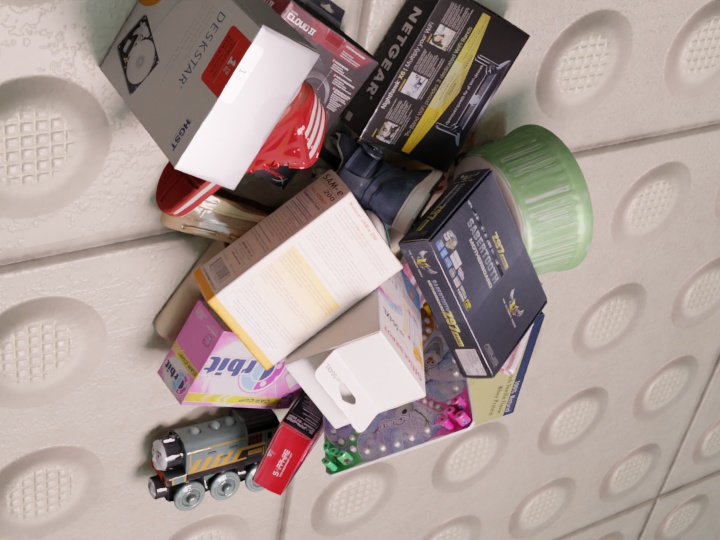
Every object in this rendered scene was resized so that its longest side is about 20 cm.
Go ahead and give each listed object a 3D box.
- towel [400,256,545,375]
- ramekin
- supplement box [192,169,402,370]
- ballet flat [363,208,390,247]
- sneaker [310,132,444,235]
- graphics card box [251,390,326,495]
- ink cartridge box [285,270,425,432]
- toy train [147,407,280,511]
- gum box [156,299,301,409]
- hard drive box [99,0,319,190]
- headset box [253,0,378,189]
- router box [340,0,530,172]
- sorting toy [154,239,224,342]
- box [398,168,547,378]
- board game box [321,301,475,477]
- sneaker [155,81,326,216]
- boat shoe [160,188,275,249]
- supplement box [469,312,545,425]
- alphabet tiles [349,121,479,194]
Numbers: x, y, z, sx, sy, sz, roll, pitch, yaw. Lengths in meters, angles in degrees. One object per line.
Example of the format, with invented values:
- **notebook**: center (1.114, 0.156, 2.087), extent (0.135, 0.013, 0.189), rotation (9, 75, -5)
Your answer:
- **towel**: center (0.132, 0.050, 1.470), extent (0.030, 0.199, 0.147), rotation (82, 28, -57)
- **ramekin**: center (0.204, -0.082, 1.439), extent (0.097, 0.200, 0.200), rotation (-19, 135, -21)
- **supplement box**: center (-0.070, -0.001, 1.249), extent (0.200, 0.074, 0.126), rotation (-36, 124, -2)
- **ballet flat**: center (0.000, 0.000, 1.431), extent (0.069, 0.070, 0.200), rotation (-26, 150, -18)
- **sneaker**: center (0.021, -0.115, 1.356), extent (0.077, 0.146, 0.202), rotation (-62, 175, 13)
- **graphics card box**: center (-0.066, 0.195, 1.489), extent (0.126, 0.051, 0.200), rotation (-63, 174, 37)
- **ink cartridge box**: center (-0.004, 0.080, 1.322), extent (0.125, 0.200, 0.129), rotation (-22, 129, 18)
- **toy train**: center (-0.197, 0.253, 1.515), extent (0.199, 0.085, 0.114), rotation (-10, 118, -29)
- **gum box**: center (-0.139, 0.109, 1.388), extent (0.200, 0.066, 0.114), rotation (10, 118, -48)
- **hard drive box**: center (-0.149, -0.200, 1.058), extent (0.077, 0.200, 0.156), rotation (18, 112, -46)
- **headset box**: center (-0.089, -0.208, 1.193), extent (0.149, 0.077, 0.200), rotation (24, 107, -47)
- **router box**: center (0.090, -0.231, 1.323), extent (0.157, 0.052, 0.200), rotation (17, 111, -43)
- **sorting toy**: center (-0.135, 0.037, 1.401), extent (0.200, 0.036, 0.185), rotation (25, 108, -47)
- **box**: center (0.139, 0.004, 1.313), extent (0.158, 0.051, 0.200), rotation (-47, 121, -40)
- **board game box**: center (0.036, 0.138, 1.375), extent (0.199, 0.200, 0.026), rotation (-22, 136, 18)
- **sneaker**: center (-0.110, -0.112, 1.146), extent (0.200, 0.078, 0.116), rotation (-43, 138, 5)
- **boat shoe**: center (-0.137, -0.048, 1.283), extent (0.200, 0.071, 0.065), rotation (22, 100, -28)
- **supplement box**: center (0.131, 0.120, 1.606), extent (0.199, 0.134, 0.201), rotation (-13, 132, -29)
- **alphabet tiles**: center (0.068, -0.159, 1.412), extent (0.199, 0.006, 0.167), rotation (-14, 132, -28)
